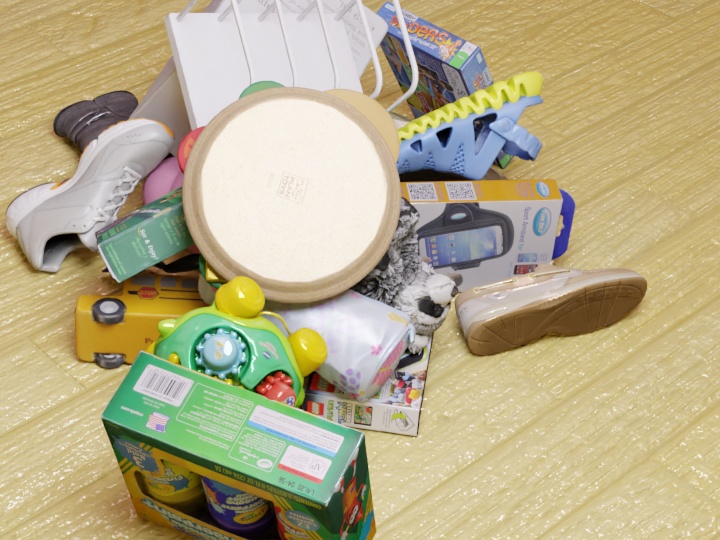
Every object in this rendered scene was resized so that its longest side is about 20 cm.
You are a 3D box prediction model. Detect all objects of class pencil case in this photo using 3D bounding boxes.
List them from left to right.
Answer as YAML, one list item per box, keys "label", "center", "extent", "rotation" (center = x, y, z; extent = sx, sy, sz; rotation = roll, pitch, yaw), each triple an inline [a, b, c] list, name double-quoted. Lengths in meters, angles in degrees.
- label: "pencil case"
  center: [-0.050, 0.035, 1.460]
  extent: [0.200, 0.083, 0.091]
  rotation: [33, 73, 12]

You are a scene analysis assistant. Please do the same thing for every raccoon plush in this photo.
- label: "raccoon plush"
  center: [0.000, 0.000, 1.537]
  extent: [0.200, 0.134, 0.097]
  rotation: [14, 44, 39]

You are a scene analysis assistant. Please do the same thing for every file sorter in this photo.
- label: "file sorter"
  center: [-0.061, -0.208, 1.558]
  extent: [0.200, 0.124, 0.139]
  rotation: [-6, 74, -34]

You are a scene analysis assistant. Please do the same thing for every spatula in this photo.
- label: "spatula"
  center: [-0.190, -0.008, 1.553]
  extent: [0.056, 0.021, 0.200]
  rotation: [-8, 5, -30]

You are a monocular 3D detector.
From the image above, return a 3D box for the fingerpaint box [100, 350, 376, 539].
- label: "fingerpaint box"
  center: [-0.095, 0.167, 1.297]
  extent: [0.200, 0.167, 0.073]
  rotation: [19, 58, 17]

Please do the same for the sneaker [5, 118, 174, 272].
- label: "sneaker"
  center: [-0.262, -0.069, 1.629]
  extent: [0.200, 0.076, 0.092]
  rotation: [-37, 55, 10]

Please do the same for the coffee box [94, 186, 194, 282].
- label: "coffee box"
  center: [-0.149, -0.059, 1.498]
  extent: [0.200, 0.044, 0.123]
  rotation: [-28, 11, -5]

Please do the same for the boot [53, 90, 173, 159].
- label: "boot"
  center: [-0.234, -0.168, 1.810]
  extent: [0.200, 0.070, 0.132]
  rotation: [-11, 35, -26]

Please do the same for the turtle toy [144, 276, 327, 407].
- label: "turtle toy"
  center: [-0.100, 0.109, 1.390]
  extent: [0.200, 0.146, 0.101]
  rotation: [40, 31, -20]

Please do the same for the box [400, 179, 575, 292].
- label: "box"
  center: [0.119, -0.034, 1.628]
  extent: [0.199, 0.119, 0.042]
  rotation: [-1, 40, -7]

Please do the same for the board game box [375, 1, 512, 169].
- label: "board game box"
  center: [0.096, -0.204, 1.791]
  extent: [0.135, 0.200, 0.034]
  rotation: [32, 76, 30]

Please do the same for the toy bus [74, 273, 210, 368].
- label: "toy bus"
  center: [-0.168, 0.047, 1.535]
  extent: [0.199, 0.065, 0.078]
  rotation: [3, 38, -3]

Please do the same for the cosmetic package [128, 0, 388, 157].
- label: "cosmetic package"
  center: [-0.107, -0.209, 1.710]
  extent: [0.167, 0.166, 0.200]
  rotation: [36, 56, -14]

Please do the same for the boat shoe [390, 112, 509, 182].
- label: "boat shoe"
  center: [0.090, -0.117, 1.776]
  extent: [0.200, 0.073, 0.063]
  rotation: [33, 39, 28]

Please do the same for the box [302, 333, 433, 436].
- label: "box"
  center: [0.014, 0.073, 1.547]
  extent: [0.110, 0.035, 0.200]
  rotation: [7, 38, 4]

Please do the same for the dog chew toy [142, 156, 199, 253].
- label: "dog chew toy"
  center: [-0.138, -0.063, 1.645]
  extent: [0.200, 0.125, 0.125]
  rotation: [17, 38, 29]

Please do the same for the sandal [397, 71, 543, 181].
- label: "sandal"
  center: [0.103, -0.127, 1.605]
  extent: [0.200, 0.087, 0.079]
  rotation: [-23, 4, -5]

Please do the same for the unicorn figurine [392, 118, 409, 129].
- label: "unicorn figurine"
  center: [0.011, -0.128, 1.723]
  extent: [0.074, 0.138, 0.200]
  rotation: [-16, 44, -33]

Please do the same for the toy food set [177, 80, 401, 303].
- label: "toy food set"
  center: [-0.063, -0.070, 1.416]
  extent: [0.197, 0.049, 0.201]
  rotation: [2, 81, -8]

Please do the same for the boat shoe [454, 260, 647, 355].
- label: "boat shoe"
  center: [0.187, 0.024, 1.599]
  extent: [0.200, 0.074, 0.069]
  rotation: [-12, 46, -19]
